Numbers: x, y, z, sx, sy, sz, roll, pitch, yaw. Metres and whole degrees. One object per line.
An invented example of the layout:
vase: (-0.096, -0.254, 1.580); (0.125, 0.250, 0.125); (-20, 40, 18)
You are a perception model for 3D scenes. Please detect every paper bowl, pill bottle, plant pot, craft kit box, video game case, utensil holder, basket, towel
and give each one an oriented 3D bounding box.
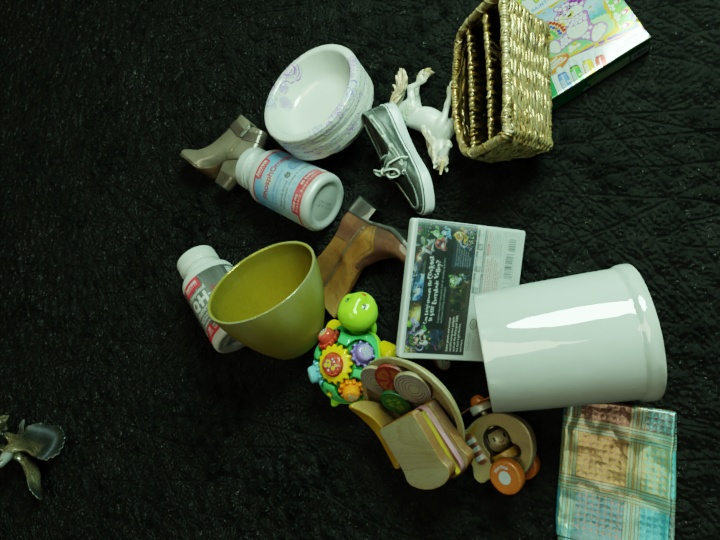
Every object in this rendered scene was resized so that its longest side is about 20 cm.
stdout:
paper bowl: (-0.067, -0.292, 0.934); (0.199, 0.104, 0.203); (-12, 64, 27)
pill bottle: (-0.137, -0.159, 0.964); (0.199, 0.108, 0.110); (28, 96, 27)
plant pot: (-0.140, 0.068, 0.890); (0.198, 0.143, 0.201); (-18, 34, 13)
craft kit box: (0.300, -0.364, 0.802); (0.199, 0.048, 0.199); (-31, 68, 21)
video game case: (0.148, 0.032, 0.764); (0.180, 0.023, 0.203); (5, 95, -14)
utensil holder: (0.257, 0.093, 0.669); (0.198, 0.170, 0.172); (-10, 79, 11)
basket: (0.184, -0.266, 0.749); (0.142, 0.148, 0.203); (0, 93, 43)
pill bottle: (-0.277, 0.050, 1.009); (0.111, 0.110, 0.201); (-44, 67, 15)
towel: (0.347, 0.283, 0.705); (0.145, 0.022, 0.203); (3, 85, 27)

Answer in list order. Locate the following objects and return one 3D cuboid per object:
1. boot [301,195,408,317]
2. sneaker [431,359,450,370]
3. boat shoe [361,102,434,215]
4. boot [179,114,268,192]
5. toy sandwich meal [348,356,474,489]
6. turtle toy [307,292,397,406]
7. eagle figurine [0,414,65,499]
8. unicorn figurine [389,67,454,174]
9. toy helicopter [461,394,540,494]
boot: (0.000, 0.000, 0.898); (0.188, 0.068, 0.201); (42, 105, 21)
sneaker: (0.142, 0.060, 0.807); (0.081, 0.078, 0.202); (3, 101, -6)
boat shoe: (0.059, -0.180, 0.860); (0.068, 0.074, 0.201); (-22, 91, -19)
boot: (-0.281, -0.259, 1.083); (0.199, 0.070, 0.147); (34, 93, 26)
toy sandwich meal: (0.067, 0.223, 0.757); (0.204, 0.070, 0.207); (24, 130, 32)
turtle toy: (-0.019, 0.134, 0.869); (0.145, 0.101, 0.202); (19, 92, 28)
eagle figurine: (-0.813, 0.440, 1.248); (0.198, 0.152, 0.152); (23, 139, -1)
unicorn figurine: (0.122, -0.255, 0.871); (0.200, 0.073, 0.138); (43, 113, 40)
toy helicopter: (0.164, 0.248, 0.778); (0.199, 0.078, 0.134); (-10, 85, 39)
